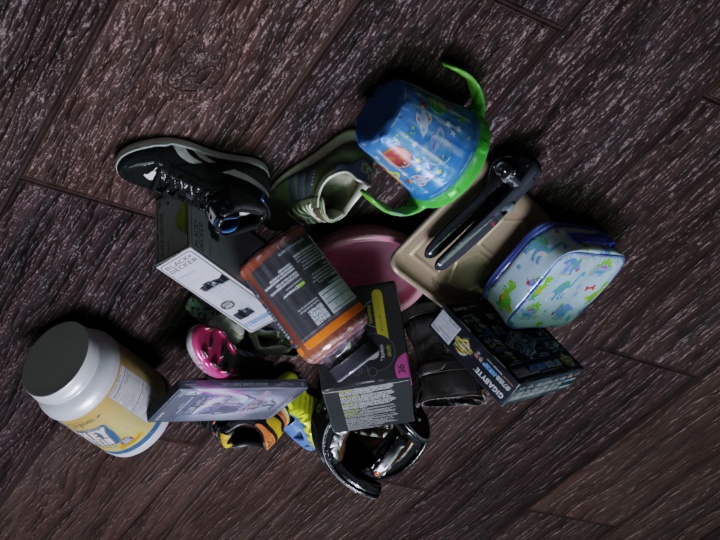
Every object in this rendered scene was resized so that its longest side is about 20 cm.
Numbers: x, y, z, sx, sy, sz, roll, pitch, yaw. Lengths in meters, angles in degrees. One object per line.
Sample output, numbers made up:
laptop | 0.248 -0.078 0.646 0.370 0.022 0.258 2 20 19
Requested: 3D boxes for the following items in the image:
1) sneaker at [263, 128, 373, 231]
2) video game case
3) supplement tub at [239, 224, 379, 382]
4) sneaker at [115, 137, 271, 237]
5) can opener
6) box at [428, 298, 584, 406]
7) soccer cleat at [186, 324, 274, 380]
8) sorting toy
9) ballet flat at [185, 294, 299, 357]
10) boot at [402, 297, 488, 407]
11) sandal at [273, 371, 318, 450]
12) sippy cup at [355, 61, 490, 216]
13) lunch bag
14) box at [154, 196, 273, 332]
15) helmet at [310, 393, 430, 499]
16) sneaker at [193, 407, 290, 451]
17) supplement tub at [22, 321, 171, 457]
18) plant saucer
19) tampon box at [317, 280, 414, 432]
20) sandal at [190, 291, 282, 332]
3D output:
sneaker | -0.058 -0.095 1.514 0.067 0.090 0.200 26 128 -38
video game case | -0.195 0.191 1.695 0.200 0.019 0.143 3 154 -29
supplement tub | -0.062 0.047 1.513 0.107 0.200 0.107 -37 178 -1
sneaker | -0.206 -0.100 1.457 0.199 0.112 0.073 5 137 -18
can opener | 0.166 -0.076 1.544 0.200 0.063 0.079 -46 132 1
box | 0.210 0.109 1.644 0.200 0.159 0.046 -5 136 -53
soccer cleat | -0.206 0.136 1.676 0.086 0.070 0.200 -8 153 28
sorting toy | 0.154 -0.044 1.628 0.200 0.036 0.185 -49 132 7
ballet flat | -0.166 0.085 1.724 0.200 0.074 0.074 16 134 -28
boot | 0.158 0.126 1.751 0.199 0.174 0.069 -10 148 -13
sandal | -0.119 0.234 1.917 0.087 0.080 0.200 -9 138 19
sippy cup | 0.069 -0.165 1.429 0.130 0.178 0.139 30 150 -32
lunch bag | 0.282 0.005 1.670 0.200 0.083 0.161 1 134 -49
box | -0.189 -0.014 1.560 0.060 0.117 0.200 -27 137 23
helmet | 0.017 0.260 1.880 0.199 0.191 0.201 0 100 1
sneaker | -0.216 0.238 1.833 0.200 0.090 0.070 6 128 19
supplement tub | -0.388 0.176 1.721 0.144 0.145 0.200 -25 139 17
plant saucer | 0.000 0.000 1.674 0.200 0.051 0.201 -7 141 -6
tampon box | 0.004 0.128 1.654 0.126 0.150 0.200 -9 156 -1
sandal | -0.158 0.050 1.685 0.200 0.076 0.043 23 130 -21
